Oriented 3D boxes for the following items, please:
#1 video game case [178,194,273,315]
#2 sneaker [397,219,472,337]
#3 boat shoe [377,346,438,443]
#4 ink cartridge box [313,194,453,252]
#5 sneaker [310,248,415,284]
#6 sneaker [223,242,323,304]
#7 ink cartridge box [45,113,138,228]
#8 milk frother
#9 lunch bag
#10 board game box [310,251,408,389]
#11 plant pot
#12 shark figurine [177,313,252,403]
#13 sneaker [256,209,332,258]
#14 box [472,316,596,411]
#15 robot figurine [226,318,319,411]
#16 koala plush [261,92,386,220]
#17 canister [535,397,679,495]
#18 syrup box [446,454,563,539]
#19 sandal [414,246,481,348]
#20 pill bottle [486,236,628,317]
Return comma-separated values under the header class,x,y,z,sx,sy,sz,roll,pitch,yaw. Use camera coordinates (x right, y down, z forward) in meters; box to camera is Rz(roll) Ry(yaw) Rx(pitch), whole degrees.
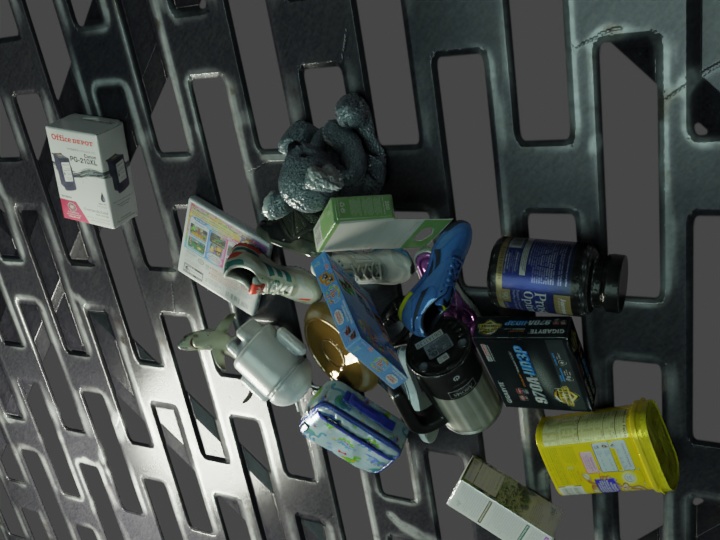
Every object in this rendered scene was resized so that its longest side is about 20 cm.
class,x,y,z,sx,sy,sz,roll,pitch,yaw
video game case,-0.274,-0.029,1.585,0.198,0.024,0.185,29,126,15
sneaker,0.138,0.017,1.286,0.078,0.065,0.202,33,93,52
boat shoe,0.086,0.229,1.490,0.090,0.071,0.204,-4,110,40
ink cartridge box,0.033,-0.075,1.280,0.146,0.196,0.049,130,133,-67
sneaker,0.000,0.000,1.400,0.196,0.087,0.076,3,116,27
sneaker,-0.169,0.026,1.490,0.197,0.094,0.071,27,126,-2
ink cartridge box,-0.546,-0.204,1.610,0.142,0.084,0.204,12,121,24
milk frother,0.132,0.160,1.376,0.177,0.203,0.189,-19,134,14
lunch bag,-0.013,0.306,1.539,0.198,0.083,0.161,34,141,-8
board game box,-0.003,0.080,1.291,0.036,0.202,0.151,-36,135,10
plant pot,-0.045,0.153,1.502,0.199,0.027,0.203,33,142,31
shark figurine,-0.282,0.179,1.684,0.215,0.129,0.089,47,156,-22
sneaker,-0.113,-0.091,1.431,0.198,0.075,0.117,14,91,50
box,0.288,0.154,1.295,0.156,0.047,0.201,-1,137,30
robot figurine,-0.174,0.190,1.586,0.200,0.113,0.170,43,120,3
koala plush,-0.062,-0.156,1.279,0.175,0.200,0.186,-20,105,36
canister,0.410,0.302,1.323,0.197,0.086,0.151,-16,106,37
syrup box,0.272,0.446,1.484,0.198,0.079,0.082,31,127,12
sandal,0.145,0.057,1.367,0.082,0.050,0.205,-23,104,39
pill bottle,0.303,0.010,1.211,0.196,0.112,0.114,6,119,28
